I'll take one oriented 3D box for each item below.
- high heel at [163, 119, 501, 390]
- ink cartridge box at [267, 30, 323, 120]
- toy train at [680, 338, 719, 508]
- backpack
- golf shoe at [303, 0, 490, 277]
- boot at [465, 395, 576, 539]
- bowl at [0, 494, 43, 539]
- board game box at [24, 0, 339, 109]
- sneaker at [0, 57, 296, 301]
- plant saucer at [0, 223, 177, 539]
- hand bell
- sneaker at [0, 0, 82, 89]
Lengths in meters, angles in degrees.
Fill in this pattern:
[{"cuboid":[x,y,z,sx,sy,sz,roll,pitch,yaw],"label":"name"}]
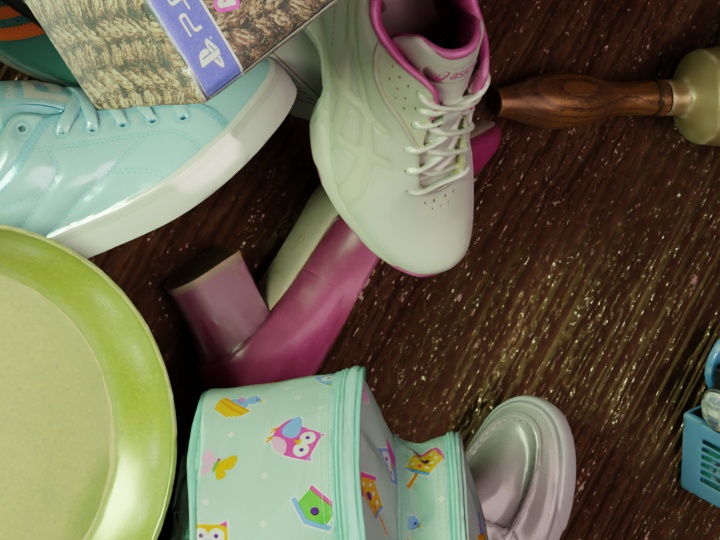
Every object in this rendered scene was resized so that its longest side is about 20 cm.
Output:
[{"cuboid":[0.000,0.000,0.934,0.200,0.067,0.096,-30,109,-10],"label":"high heel"},{"cuboid":[-0.041,-0.181,0.844,0.200,0.084,0.146,43,77,-37],"label":"ink cartridge box"},{"cuboid":[0.294,0.083,1.172,0.200,0.087,0.114,-20,123,-34],"label":"toy train"},{"cuboid":[-0.014,0.145,0.851,0.200,0.153,0.176,70,15,-46],"label":"backpack"},{"cuboid":[0.022,-0.077,0.810,0.075,0.092,0.200,-30,122,-23],"label":"golf shoe"},{"cuboid":[0.052,0.162,1.001,0.096,0.074,0.200,18,92,-59],"label":"boot"},{"cuboid":[-0.215,0.204,0.825,0.200,0.075,0.200,-43,123,-21],"label":"bowl"},{"cuboid":[-0.048,-0.181,0.664,0.200,0.097,0.160,-40,112,-23],"label":"board game box"},{"cuboid":[-0.126,-0.055,0.798,0.200,0.074,0.082,-31,119,-7],"label":"sneaker"},{"cuboid":[-0.173,0.078,0.761,0.200,0.031,0.200,-3,95,-33],"label":"plant saucer"},{"cuboid":[0.165,-0.098,1.037,0.200,0.104,0.104,-4,105,-23],"label":"hand bell"},{"cuboid":[-0.149,-0.136,0.775,0.200,0.080,0.071,34,79,-36],"label":"sneaker"}]
